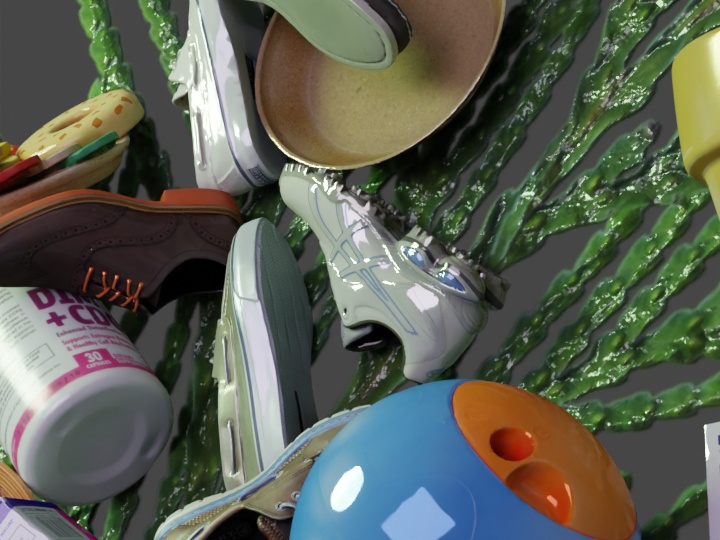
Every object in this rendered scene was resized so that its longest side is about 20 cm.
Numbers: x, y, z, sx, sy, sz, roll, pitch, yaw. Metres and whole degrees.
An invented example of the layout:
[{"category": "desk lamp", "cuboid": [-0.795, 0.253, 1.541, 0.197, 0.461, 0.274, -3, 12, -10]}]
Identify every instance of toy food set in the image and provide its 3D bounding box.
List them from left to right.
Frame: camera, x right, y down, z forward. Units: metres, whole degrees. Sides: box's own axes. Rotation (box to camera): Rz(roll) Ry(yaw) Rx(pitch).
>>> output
[{"category": "toy food set", "cuboid": [-0.255, -0.070, 1.795, 0.200, 0.198, 0.049, -15, 102, 17]}]

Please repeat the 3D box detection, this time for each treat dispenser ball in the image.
[{"category": "treat dispenser ball", "cuboid": [0.059, 0.161, 1.431, 0.201, 0.201, 0.201, -16, 60, 29]}]

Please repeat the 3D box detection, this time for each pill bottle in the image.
[{"category": "pill bottle", "cuboid": [-0.221, 0.059, 1.738, 0.113, 0.113, 0.200, -47, 50, 7]}]

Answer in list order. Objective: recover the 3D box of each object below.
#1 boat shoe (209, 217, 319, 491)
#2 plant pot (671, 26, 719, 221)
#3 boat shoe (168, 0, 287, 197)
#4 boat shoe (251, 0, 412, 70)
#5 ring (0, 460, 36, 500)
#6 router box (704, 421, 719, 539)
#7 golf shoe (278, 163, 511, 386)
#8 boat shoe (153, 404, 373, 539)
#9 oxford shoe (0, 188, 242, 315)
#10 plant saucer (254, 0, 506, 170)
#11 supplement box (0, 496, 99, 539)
[{"category": "boat shoe", "cuboid": [-0.070, 0.061, 1.659, 0.062, 0.072, 0.200, -19, 61, 24]}, {"category": "plant pot", "cuboid": [0.279, -0.036, 1.390, 0.201, 0.201, 0.189, -11, 77, 31]}, {"category": "boat shoe", "cuboid": [-0.105, -0.139, 1.786, 0.070, 0.071, 0.200, -23, 63, 21]}, {"category": "boat shoe", "cuboid": [-0.032, -0.201, 1.711, 0.061, 0.072, 0.201, -34, 50, -28]}, {"category": "ring", "cuboid": [-0.267, 0.220, 1.702, 0.200, 0.019, 0.201, 3, 95, 43]}, {"category": "router box", "cuboid": [0.290, 0.154, 1.372, 0.200, 0.049, 0.180, -14, 60, 30]}, {"category": "golf shoe", "cuboid": [0.000, 0.000, 1.640, 0.200, 0.078, 0.097, 36, 98, 42]}, {"category": "boat shoe", "cuboid": [-0.040, 0.155, 1.569, 0.200, 0.072, 0.072, -32, 18, 12]}, {"category": "oxford shoe", "cuboid": [-0.167, -0.008, 1.697, 0.071, 0.200, 0.073, 110, 146, -51]}, {"category": "plant saucer", "cuboid": [0.020, -0.150, 1.716, 0.200, 0.035, 0.200, -17, 56, 27]}, {"category": "supplement box", "cuboid": [-0.159, 0.240, 1.566, 0.200, 0.101, 0.103, 35, 91, 15]}]
